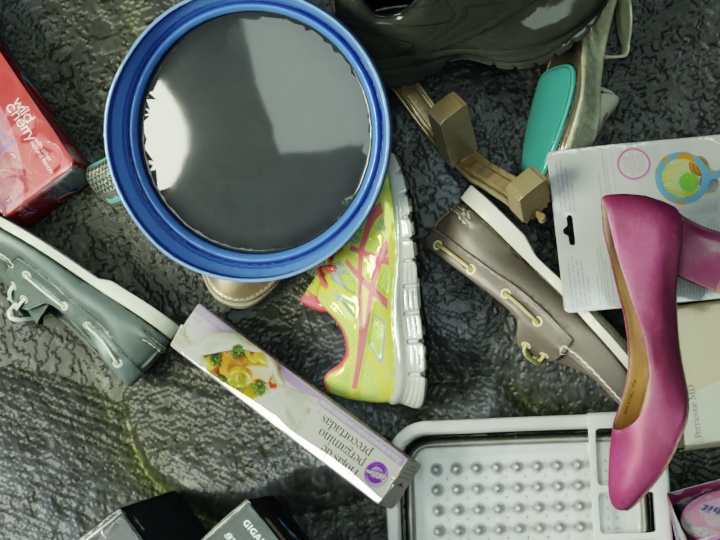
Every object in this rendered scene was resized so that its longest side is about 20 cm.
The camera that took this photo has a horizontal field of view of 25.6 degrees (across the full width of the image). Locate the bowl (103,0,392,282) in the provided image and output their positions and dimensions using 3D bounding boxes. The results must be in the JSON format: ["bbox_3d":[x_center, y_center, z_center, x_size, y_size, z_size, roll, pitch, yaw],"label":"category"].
[{"bbox_3d":[-0.076,-0.094,1.095,0.199,0.039,0.203,1,98,7],"label":"bowl"}]

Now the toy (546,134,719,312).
[{"bbox_3d":[0.235,-0.032,1.107,0.198,0.047,0.116,-6,75,5],"label":"toy"}]

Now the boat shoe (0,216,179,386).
[{"bbox_3d":[-0.231,0.014,1.158,0.199,0.073,0.062,30,83,2],"label":"boat shoe"}]

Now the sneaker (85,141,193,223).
[{"bbox_3d":[-0.138,-0.127,1.165,0.091,0.078,0.201,23,85,10],"label":"sneaker"}]

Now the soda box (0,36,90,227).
[{"bbox_3d":[-0.283,-0.133,1.181,0.070,0.063,0.201,-36,82,0],"label":"soda box"}]

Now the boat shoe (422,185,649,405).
[{"bbox_3d":[0.128,0.029,1.129,0.060,0.072,0.200,-44,79,5],"label":"boat shoe"}]

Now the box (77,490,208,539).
[{"bbox_3d":[-0.182,0.258,1.064,0.196,0.200,0.124,-40,84,0],"label":"box"}]

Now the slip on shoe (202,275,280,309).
[{"bbox_3d":[-0.063,-0.070,1.157,0.076,0.061,0.201,26,87,7],"label":"slip on shoe"}]

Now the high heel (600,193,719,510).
[{"bbox_3d":[0.174,0.053,1.043,0.095,0.067,0.202,18,95,-12],"label":"high heel"}]

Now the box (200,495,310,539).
[{"bbox_3d":[-0.022,0.244,1.073,0.046,0.159,0.200,-40,82,-2],"label":"box"}]

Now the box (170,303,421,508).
[{"bbox_3d":[-0.048,0.095,1.128,0.199,0.041,0.039,35,89,20],"label":"box"}]

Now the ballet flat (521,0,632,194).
[{"bbox_3d":[0.165,-0.146,1.149,0.062,0.067,0.202,11,87,-19],"label":"ballet flat"}]

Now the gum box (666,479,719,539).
[{"bbox_3d":[0.320,0.188,1.075,0.198,0.066,0.114,-15,113,2],"label":"gum box"}]

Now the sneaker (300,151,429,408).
[{"bbox_3d":[0.000,0.000,1.137,0.089,0.078,0.202,-4,84,4],"label":"sneaker"}]

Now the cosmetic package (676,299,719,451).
[{"bbox_3d":[0.312,0.064,1.109,0.198,0.071,0.106,-9,83,3],"label":"cosmetic package"}]

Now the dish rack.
[{"bbox_3d":[0.119,0.190,1.126,0.198,0.044,0.173,-3,85,4],"label":"dish rack"}]

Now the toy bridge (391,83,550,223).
[{"bbox_3d":[0.068,-0.100,1.141,0.027,0.067,0.200,-37,62,-9],"label":"toy bridge"}]

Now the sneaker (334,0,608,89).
[{"bbox_3d":[0.076,-0.186,1.093,0.198,0.091,0.076,-14,52,3],"label":"sneaker"}]
